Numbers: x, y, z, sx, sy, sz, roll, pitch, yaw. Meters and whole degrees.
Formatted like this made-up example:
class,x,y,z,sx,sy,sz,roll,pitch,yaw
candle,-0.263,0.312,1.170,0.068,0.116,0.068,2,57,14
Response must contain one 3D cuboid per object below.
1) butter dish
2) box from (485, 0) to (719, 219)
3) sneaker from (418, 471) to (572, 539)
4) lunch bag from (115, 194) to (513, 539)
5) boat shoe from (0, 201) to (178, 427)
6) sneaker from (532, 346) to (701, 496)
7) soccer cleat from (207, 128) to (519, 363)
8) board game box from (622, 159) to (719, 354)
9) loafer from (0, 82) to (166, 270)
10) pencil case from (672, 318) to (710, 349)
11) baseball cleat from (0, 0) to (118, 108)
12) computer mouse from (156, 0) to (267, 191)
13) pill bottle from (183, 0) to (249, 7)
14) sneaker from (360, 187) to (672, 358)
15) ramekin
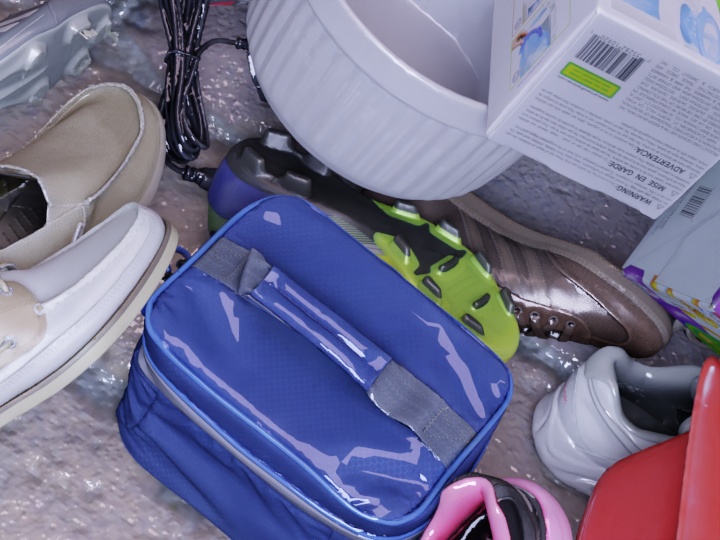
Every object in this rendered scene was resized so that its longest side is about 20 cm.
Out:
class,x,y,z,sx,sy,sz,roll,pitch,yaw
butter dish,0.161,0.180,0.929,0.200,0.147,0.201,46,44,-38
box,0.140,-0.148,0.962,0.112,0.101,0.201,23,46,-19
sneaker,0.031,0.184,0.871,0.078,0.095,0.201,19,78,23
lunch bag,-0.029,0.058,0.947,0.199,0.133,0.136,37,53,8
boat shoe,-0.178,0.031,0.901,0.200,0.075,0.069,-44,112,-9
sneaker,0.198,0.105,1.011,0.198,0.100,0.078,22,53,-3
soccer cleat,0.000,-0.001,1.029,0.199,0.084,0.065,34,36,11
board game box,0.255,0.027,0.953,0.200,0.103,0.105,38,87,-21
loafer,-0.171,-0.037,0.989,0.075,0.069,0.201,11,52,23
pencil case,0.213,-0.051,1.137,0.089,0.078,0.202,6,55,-28
baseball cleat,-0.236,-0.124,1.042,0.106,0.070,0.200,42,54,12
computer mouse,-0.031,-0.105,1.092,0.199,0.046,0.142,11,81,-32
pill bottle,-0.075,-0.221,1.136,0.198,0.111,0.111,-7,59,-22
sneaker,0.082,0.012,1.068,0.199,0.071,0.076,29,71,10
ramekin,0.030,-0.134,1.023,0.199,0.105,0.202,20,48,-23
